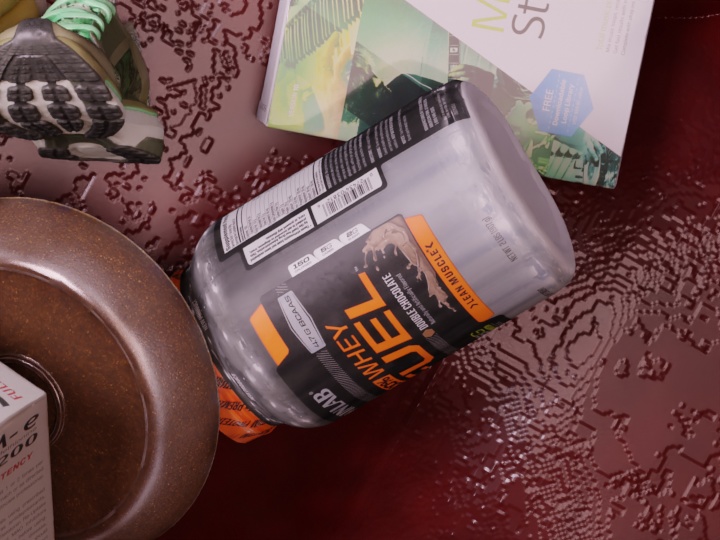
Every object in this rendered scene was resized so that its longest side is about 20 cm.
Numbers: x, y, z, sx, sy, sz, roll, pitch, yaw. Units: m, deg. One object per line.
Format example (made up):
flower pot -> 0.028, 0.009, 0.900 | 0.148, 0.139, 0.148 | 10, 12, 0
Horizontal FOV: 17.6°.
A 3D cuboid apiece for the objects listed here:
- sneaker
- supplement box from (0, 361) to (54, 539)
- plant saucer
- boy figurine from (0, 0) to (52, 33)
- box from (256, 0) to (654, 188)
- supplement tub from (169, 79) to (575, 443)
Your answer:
sneaker -> -0.144, -0.108, 1.146 | 0.076, 0.200, 0.089 | 0, 82, 4
supplement box -> -0.216, 0.121, 1.149 | 0.073, 0.126, 0.201 | -35, 143, -37
plant saucer -> -0.169, 0.063, 1.190 | 0.199, 0.034, 0.202 | 7, 111, 20
boy figurine -> -0.181, -0.160, 1.123 | 0.064, 0.200, 0.125 | 14, 138, 24
box -> 0.055, -0.132, 1.244 | 0.199, 0.036, 0.145 | 9, 98, -10
supplement tub -> 0.000, 0.000, 1.200 | 0.199, 0.123, 0.123 | -31, 104, 14
